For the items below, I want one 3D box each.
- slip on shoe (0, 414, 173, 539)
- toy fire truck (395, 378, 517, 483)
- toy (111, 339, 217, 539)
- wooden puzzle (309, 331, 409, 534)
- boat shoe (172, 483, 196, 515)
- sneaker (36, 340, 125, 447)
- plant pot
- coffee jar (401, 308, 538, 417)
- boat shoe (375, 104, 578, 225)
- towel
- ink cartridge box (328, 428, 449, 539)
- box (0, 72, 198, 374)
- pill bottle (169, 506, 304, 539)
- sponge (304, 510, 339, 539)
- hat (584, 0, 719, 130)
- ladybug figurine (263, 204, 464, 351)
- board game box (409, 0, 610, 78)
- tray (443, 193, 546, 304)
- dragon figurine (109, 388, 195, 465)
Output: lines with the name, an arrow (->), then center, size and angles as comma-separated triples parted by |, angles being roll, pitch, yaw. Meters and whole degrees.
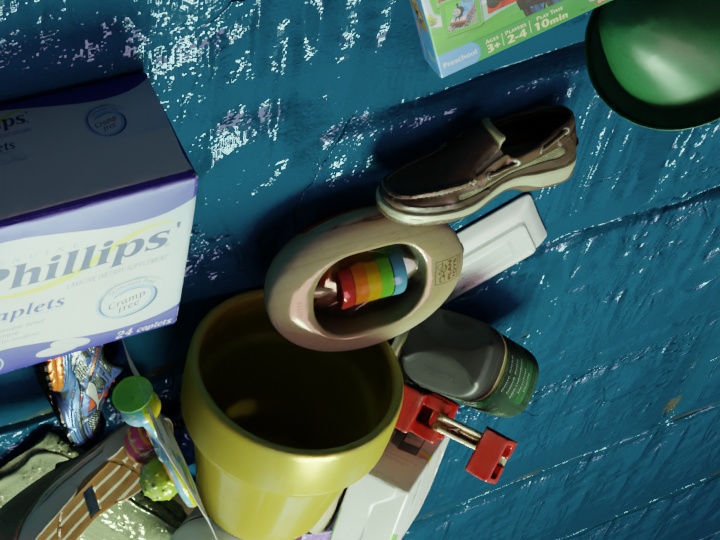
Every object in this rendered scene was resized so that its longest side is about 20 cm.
slip on shoe -> -0.252, 0.191, 1.468 | 0.200, 0.060, 0.076 | -45, 145, -35
toy fire truck -> 0.096, 0.166, 1.699 | 0.049, 0.141, 0.200 | -63, 171, 1
toy -> -0.183, 0.162, 1.424 | 0.047, 0.115, 0.200 | -22, 143, -8
wooden puzzle -> -0.006, 0.164, 1.716 | 0.200, 0.046, 0.185 | -58, 169, -30
boat shoe -> -0.227, 0.257, 1.725 | 0.065, 0.072, 0.200 | -33, 149, 21
sneaker -> -0.241, 0.092, 1.422 | 0.078, 0.075, 0.200 | -24, 154, -15
plant pot -> -0.077, 0.150, 1.505 | 0.200, 0.201, 0.189 | -12, 141, -29
coffee jar -> 0.116, 0.098, 1.693 | 0.086, 0.104, 0.200 | -70, 159, -4
boat shoe -> 0.103, -0.103, 1.415 | 0.202, 0.075, 0.075 | -20, 139, -27
towel -> -0.285, 0.245, 1.610 | 0.148, 0.037, 0.200 | -37, 127, 23
ink cartridge box -> 0.036, 0.236, 1.788 | 0.200, 0.067, 0.117 | -44, 155, -64
box -> -0.230, -0.028, 1.189 | 0.183, 0.105, 0.200 | -17, 150, -22
pill bottle -> -0.130, 0.282, 1.593 | 0.112, 0.112, 0.200 | -40, -177, 22
sponge -> -0.081, 0.253, 1.799 | 0.200, 0.112, 0.030 | 0, 144, -43
hat -> 0.215, -0.208, 1.220 | 0.200, 0.166, 0.176 | -37, 151, 13
ladybug figurine -> 0.000, 0.000, 1.457 | 0.199, 0.072, 0.136 | -12, 121, -23
board game box -> 0.096, -0.248, 1.121 | 0.151, 0.037, 0.200 | -25, 134, -5
tray -> 0.097, 0.000, 1.625 | 0.200, 0.022, 0.107 | -30, 154, 4
dragon figurine -> -0.176, 0.159, 1.607 | 0.099, 0.059, 0.200 | -33, 150, 8
